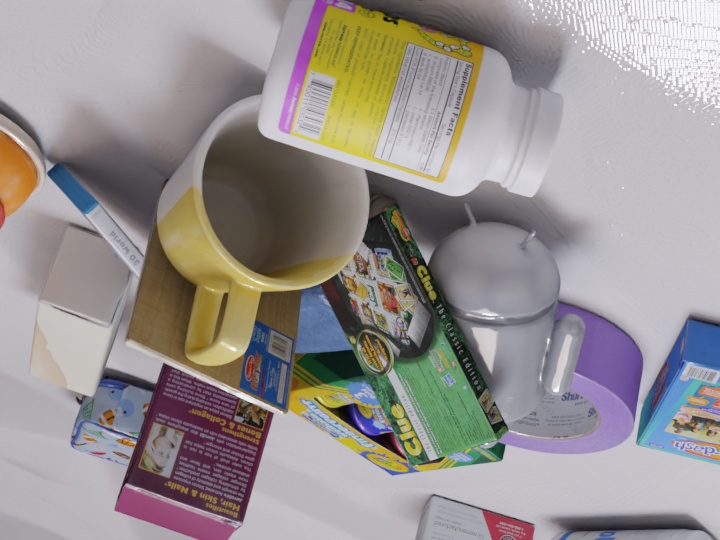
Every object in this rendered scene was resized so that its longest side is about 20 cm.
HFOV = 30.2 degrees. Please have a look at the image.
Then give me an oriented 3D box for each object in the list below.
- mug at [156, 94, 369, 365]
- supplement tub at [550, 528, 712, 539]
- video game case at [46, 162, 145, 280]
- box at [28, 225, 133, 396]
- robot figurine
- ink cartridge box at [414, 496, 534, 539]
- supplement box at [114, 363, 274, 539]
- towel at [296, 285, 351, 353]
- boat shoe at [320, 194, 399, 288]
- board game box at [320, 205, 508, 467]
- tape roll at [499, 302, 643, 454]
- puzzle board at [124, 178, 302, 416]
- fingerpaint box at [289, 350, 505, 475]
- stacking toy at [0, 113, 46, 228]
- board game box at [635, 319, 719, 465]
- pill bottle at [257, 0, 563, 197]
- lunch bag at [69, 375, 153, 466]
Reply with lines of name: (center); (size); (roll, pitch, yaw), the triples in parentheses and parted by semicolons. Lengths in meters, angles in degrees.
mug: (-0.104, -0.037, 1.065); (0.150, 0.187, 0.153); (51, 151, -12)
supplement tub: (0.326, 0.381, 1.617); (0.198, 0.134, 0.132); (-11, 142, 39)
video game case: (-0.200, -0.003, 1.205); (0.201, 0.018, 0.143); (53, 170, -30)
box: (-0.288, 0.046, 1.383); (0.077, 0.096, 0.200); (20, 150, -7)
robot figurine: (0.106, 0.046, 1.113); (0.167, 0.113, 0.203); (16, 121, 23)
ink cartridge box: (0.130, 0.411, 1.696); (0.143, 0.203, 0.084); (16, 152, -2)
supplement box: (-0.169, 0.173, 1.431); (0.129, 0.202, 0.103); (21, 151, -8)
towel: (-0.083, 0.037, 1.305); (0.198, 0.049, 0.112); (-5, 143, 35)
boat shoe: (0.000, 0.000, 1.181); (0.071, 0.076, 0.202); (12, 142, 15)
board game box: (0.035, 0.056, 1.083); (0.104, 0.023, 0.202); (-23, 94, 42)
tape roll: (0.167, 0.104, 1.278); (0.197, 0.066, 0.201); (13, 152, 7)
puzzle board: (-0.120, 0.022, 1.146); (0.149, 0.202, 0.017); (28, 129, -21)
fingerpaint box: (0.033, 0.137, 1.395); (0.165, 0.074, 0.199); (-15, 139, 44)
stacking toy: (-0.370, -0.038, 1.160); (0.144, 0.203, 0.147); (12, 152, 6)
board game box: (0.351, 0.124, 1.239); (0.150, 0.046, 0.201); (13, 151, 5)
pill bottle: (0.035, -0.115, 0.917); (0.197, 0.106, 0.105); (17, 152, -3)
lunch bag: (-0.268, 0.205, 1.676); (0.197, 0.077, 0.160); (21, 154, -10)
